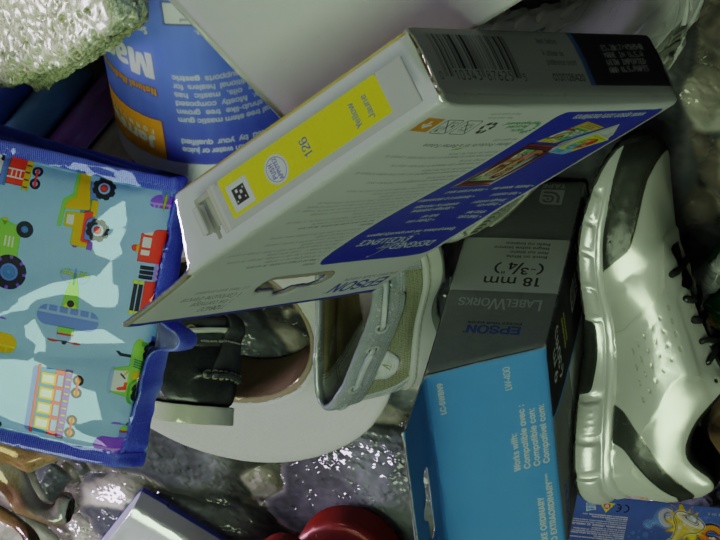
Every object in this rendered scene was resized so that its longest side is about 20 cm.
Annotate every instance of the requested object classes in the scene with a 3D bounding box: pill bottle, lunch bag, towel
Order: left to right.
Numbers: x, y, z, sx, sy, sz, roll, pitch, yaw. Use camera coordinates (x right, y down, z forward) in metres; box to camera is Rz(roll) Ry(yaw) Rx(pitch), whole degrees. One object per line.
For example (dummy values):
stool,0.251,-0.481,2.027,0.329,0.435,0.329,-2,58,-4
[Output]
lunch bag,-0.176,0.008,1.459,0.200,0.094,0.151,15,100,20
towel,-0.163,-0.164,1.403,0.200,0.036,0.149,-11,99,66
pill bottle,-0.074,-0.112,1.455,0.112,0.112,0.200,6,131,15

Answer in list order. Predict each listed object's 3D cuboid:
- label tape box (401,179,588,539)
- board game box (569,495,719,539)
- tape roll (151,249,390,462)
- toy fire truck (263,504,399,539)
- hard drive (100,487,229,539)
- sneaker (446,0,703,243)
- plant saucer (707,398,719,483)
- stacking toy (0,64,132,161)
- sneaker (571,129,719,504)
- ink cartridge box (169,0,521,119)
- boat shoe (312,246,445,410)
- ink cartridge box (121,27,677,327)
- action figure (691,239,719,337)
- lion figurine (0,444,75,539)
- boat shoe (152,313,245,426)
label tape box,0.077,0.070,1.496,0.063,0.200,0.144,3,130,13
board game box,0.194,0.178,1.636,0.199,0.035,0.135,4,148,18
tape roll,-0.071,0.023,1.624,0.202,0.037,0.203,10,131,12
toy fire truck,-0.027,0.249,1.732,0.168,0.112,0.200,-34,103,34
hard drive,-0.081,0.227,1.812,0.200,0.025,0.132,32,132,-8
sneaker,0.081,-0.103,1.434,0.200,0.078,0.099,-41,81,27
plant saucer,0.267,0.094,1.533,0.199,0.030,0.200,11,148,7
stacking toy,-0.204,-0.115,1.534,0.200,0.085,0.085,41,131,-7
sneaker,0.155,0.026,1.490,0.080,0.074,0.201,6,109,23
ink cartridge box,0.004,-0.196,1.294,0.147,0.200,0.145,-30,113,36
boat shoe,-0.001,-0.001,1.483,0.074,0.065,0.202,54,162,32
ink cartridge box,0.013,-0.044,1.304,0.200,0.197,0.047,-30,77,33
action figure,0.223,-0.007,1.481,0.118,0.055,0.200,28,137,-10
lion figurine,-0.202,0.048,1.549,0.122,0.201,0.072,10,168,8
boat shoe,-0.157,0.039,1.613,0.199,0.072,0.068,10,94,22
